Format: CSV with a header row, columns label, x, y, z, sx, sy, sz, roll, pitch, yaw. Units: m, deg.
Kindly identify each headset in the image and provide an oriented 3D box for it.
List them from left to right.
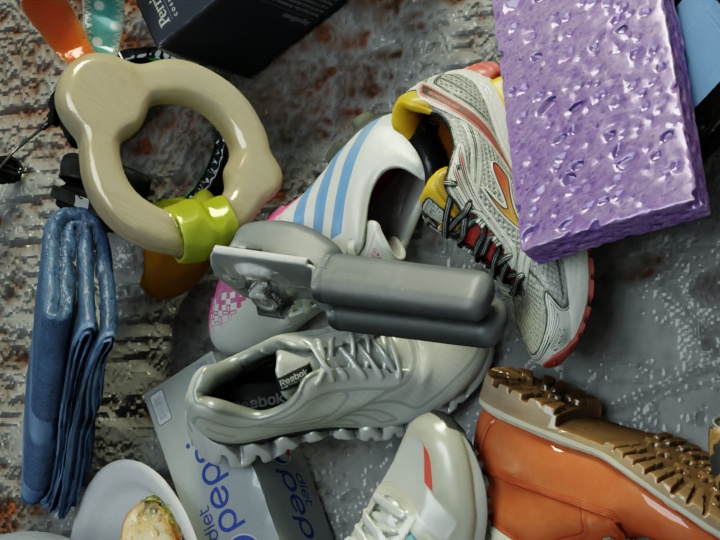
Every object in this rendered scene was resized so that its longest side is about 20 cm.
label,x,y,z,sx,sy,sz,roll,pitch,yaw
headset,-0.173,-0.081,1.914,0.199,0.094,0.124,-6,79,18

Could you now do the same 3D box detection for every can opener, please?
label,x,y,z,sx,sy,sz,roll,pitch,yaw
can opener,0.000,0.000,1.698,0.199,0.053,0.067,7,56,30

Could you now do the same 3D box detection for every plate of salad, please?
label,x,y,z,sx,sy,sz,roll,pitch,yaw
plate of salad,-0.151,0.223,1.809,0.200,0.048,0.201,11,103,56

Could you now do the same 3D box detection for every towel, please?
label,x,y,z,sx,sy,sz,roll,pitch,yaw
towel,-0.190,0.060,1.832,0.201,0.048,0.112,103,166,-48

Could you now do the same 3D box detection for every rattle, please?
label,x,y,z,sx,sy,sz,roll,pitch,yaw
rattle,-0.151,-0.090,1.815,0.200,0.143,0.130,43,83,-2

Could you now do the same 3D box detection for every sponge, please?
label,x,y,z,sx,sy,sz,roll,pitch,yaw
sponge,0.139,-0.107,1.664,0.111,0.030,0.201,-18,58,22

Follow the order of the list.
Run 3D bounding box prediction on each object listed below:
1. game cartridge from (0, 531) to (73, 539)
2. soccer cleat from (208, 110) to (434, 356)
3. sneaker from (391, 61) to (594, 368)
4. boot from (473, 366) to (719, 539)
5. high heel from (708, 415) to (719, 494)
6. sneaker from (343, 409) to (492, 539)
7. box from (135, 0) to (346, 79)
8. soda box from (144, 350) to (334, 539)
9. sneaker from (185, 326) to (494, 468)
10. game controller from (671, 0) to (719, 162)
label,x,y,z,sx,sy,sz,roll,pitch,yaw
game cartridge,-0.185,0.241,1.787,0.200,0.041,0.134,20,117,51
soccer cleat,-0.021,-0.010,1.780,0.200,0.070,0.086,-51,47,14
sneaker,0.076,-0.029,1.700,0.201,0.082,0.078,66,150,22
boot,0.145,0.142,1.652,0.199,0.075,0.108,25,106,37
high heel,0.288,0.094,1.529,0.143,0.071,0.200,48,118,2
sneaker,0.013,0.181,1.682,0.070,0.093,0.201,37,121,51
box,-0.060,-0.245,1.832,0.200,0.104,0.149,-37,64,23
soda box,-0.067,0.155,1.787,0.063,0.068,0.201,-32,66,25
sneaker,-0.014,0.065,1.726,0.199,0.081,0.075,-17,66,-2
game controller,0.186,-0.112,1.680,0.200,0.042,0.104,-47,60,18
